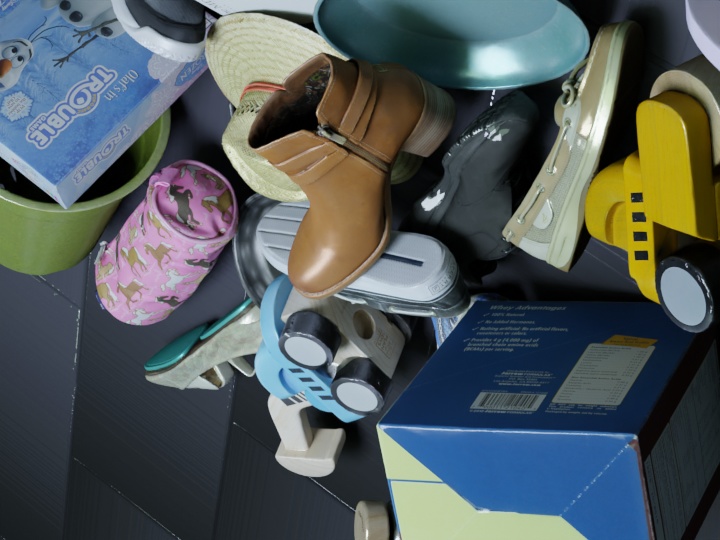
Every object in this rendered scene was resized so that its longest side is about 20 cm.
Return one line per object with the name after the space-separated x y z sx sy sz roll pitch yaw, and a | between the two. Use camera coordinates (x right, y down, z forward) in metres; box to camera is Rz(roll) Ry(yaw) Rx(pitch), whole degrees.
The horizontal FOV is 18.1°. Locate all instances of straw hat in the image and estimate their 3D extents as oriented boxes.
-0.056 -0.103 1.774 0.200 0.085 0.201 26 154 13 | straw hat

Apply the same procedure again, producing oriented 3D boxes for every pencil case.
-0.172 -0.023 1.990 0.200 0.086 0.083 135 132 -57 | pencil case

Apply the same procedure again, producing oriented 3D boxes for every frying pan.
-0.083 -0.045 1.940 0.115 0.031 0.191 -41 73 45 | frying pan

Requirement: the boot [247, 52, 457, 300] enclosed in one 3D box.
-0.027 -0.069 1.666 0.200 0.155 0.077 -50 58 20 | boot

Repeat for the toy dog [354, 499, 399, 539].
0.033 0.270 1.973 0.131 0.096 0.201 20 105 -13 | toy dog

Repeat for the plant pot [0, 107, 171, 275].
-0.280 -0.094 2.009 0.200 0.200 0.190 46 151 12 | plant pot

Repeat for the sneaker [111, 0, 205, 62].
-0.150 -0.264 1.785 0.114 0.075 0.201 -58 37 39 | sneaker

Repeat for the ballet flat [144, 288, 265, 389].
-0.127 0.077 2.041 0.062 0.067 0.200 51 141 -8 | ballet flat

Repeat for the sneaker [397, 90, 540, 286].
0.102 -0.061 1.722 0.091 0.076 0.200 42 148 8 | sneaker

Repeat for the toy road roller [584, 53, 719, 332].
0.225 -0.067 1.549 0.146 0.122 0.201 27 133 46 | toy road roller

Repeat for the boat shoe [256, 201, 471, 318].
0.000 0.000 1.777 0.199 0.072 0.071 21 155 41 | boat shoe

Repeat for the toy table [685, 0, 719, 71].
0.287 -0.181 1.383 0.199 0.184 0.118 19 145 26 | toy table

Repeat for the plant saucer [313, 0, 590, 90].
0.066 -0.185 1.617 0.199 0.199 0.036 -14 62 49 | plant saucer

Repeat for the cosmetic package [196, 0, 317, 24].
-0.044 -0.244 1.695 0.199 0.112 0.082 -7 66 47 | cosmetic package

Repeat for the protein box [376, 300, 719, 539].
0.147 0.125 1.650 0.197 0.200 0.136 0 115 26 | protein box

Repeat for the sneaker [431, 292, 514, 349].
0.099 0.107 1.835 0.085 0.077 0.202 16 119 50 | sneaker

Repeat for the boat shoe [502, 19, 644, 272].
0.152 -0.093 1.626 0.063 0.073 0.202 23 129 14 | boat shoe

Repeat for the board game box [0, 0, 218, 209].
-0.249 -0.182 1.892 0.199 0.200 0.043 36 162 21 | board game box

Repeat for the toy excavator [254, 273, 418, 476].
-0.039 0.087 1.909 0.199 0.100 0.194 -19 128 43 | toy excavator
